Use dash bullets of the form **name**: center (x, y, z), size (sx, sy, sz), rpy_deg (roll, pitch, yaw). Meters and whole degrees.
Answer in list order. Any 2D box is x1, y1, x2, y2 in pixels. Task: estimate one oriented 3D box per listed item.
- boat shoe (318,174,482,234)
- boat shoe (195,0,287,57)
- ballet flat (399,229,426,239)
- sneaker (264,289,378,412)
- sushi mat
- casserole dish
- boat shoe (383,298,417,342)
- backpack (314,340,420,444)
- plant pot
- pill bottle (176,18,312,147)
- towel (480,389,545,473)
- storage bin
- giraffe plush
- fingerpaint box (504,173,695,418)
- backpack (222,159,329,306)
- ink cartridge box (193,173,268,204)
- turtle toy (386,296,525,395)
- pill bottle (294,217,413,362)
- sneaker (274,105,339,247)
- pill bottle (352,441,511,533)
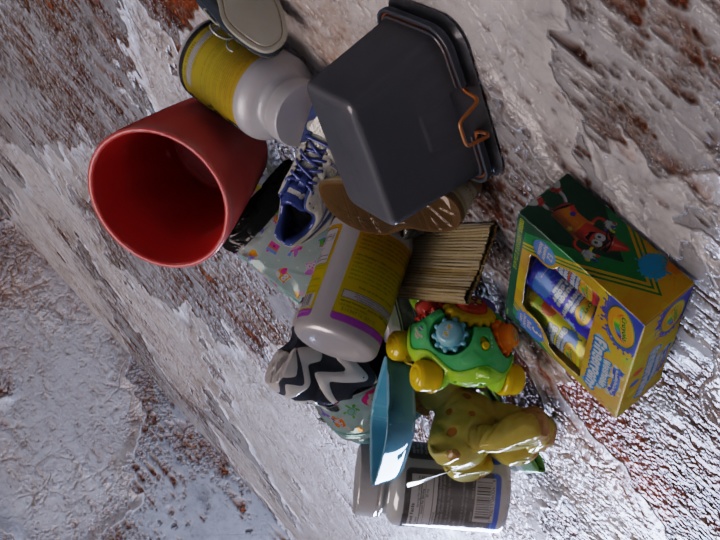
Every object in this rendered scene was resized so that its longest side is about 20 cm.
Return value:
- **boat shoe**: center (0.043, -0.084, 1.526), size (0.200, 0.065, 0.071), rpy_deg (9, 133, 37)
- **boat shoe**: center (-0.151, -0.313, 1.638), size (0.200, 0.075, 0.062), rpy_deg (45, 158, 26)
- **ballet flat**: center (0.034, -0.125, 1.563), size (0.066, 0.057, 0.200), rpy_deg (14, 137, 60)
- **sneaker**: center (-0.020, 0.089, 1.743), size (0.130, 0.199, 0.079), rpy_deg (34, 162, -24)
- **sushi mat**: center (0.092, -0.010, 1.594), size (0.012, 0.096, 0.200), rpy_deg (25, 171, -22)
- **casserole dish**: center (0.039, 0.186, 1.689), size (0.200, 0.039, 0.121), rpy_deg (103, 170, -58)
- **boat shoe**: center (0.041, -0.012, 1.739), size (0.072, 0.068, 0.200), rpy_deg (168, 88, -77)
- **backpack**: center (0.011, 0.144, 1.872), size (0.151, 0.177, 0.200), rpy_deg (65, 171, -24)
- **plant pot**: center (-0.217, -0.128, 1.765), size (0.200, 0.177, 0.201), rpy_deg (12, 123, 19)
- **pill bottle**: center (-0.128, -0.226, 1.679), size (0.200, 0.112, 0.112), rpy_deg (37, 155, 41)
- **towel**: center (0.170, 0.213, 1.902), size (0.149, 0.031, 0.200), rpy_deg (54, 159, -10)
- **storage bin**: center (0.044, -0.145, 1.386), size (0.146, 0.134, 0.200), rpy_deg (32, 153, 46)
- **giraffe plush**: center (0.129, 0.167, 1.725), size (0.173, 0.200, 0.162), rpy_deg (119, 138, -62)
- **fingerpaint box**: center (0.228, 0.030, 1.358), size (0.167, 0.073, 0.200), rpy_deg (45, 160, 23)
- **backpack**: center (-0.071, -0.027, 1.821), size (0.200, 0.167, 0.127), rpy_deg (42, -165, -8)
- **ink cartridge box**: center (-0.164, -0.098, 1.948), size (0.104, 0.200, 0.059), rpy_deg (43, 124, 28)
- **turtle toy**: center (0.111, 0.070, 1.636), size (0.200, 0.146, 0.101), rpy_deg (-129, 48, -56)
- **pill bottle**: center (0.000, 0.000, 1.633), size (0.104, 0.200, 0.104), rpy_deg (18, 162, 6)
- **sneaker**: center (-0.051, -0.109, 1.607), size (0.075, 0.088, 0.200), rpy_deg (26, 131, 18)
- **pill bottle**: center (0.093, 0.286, 1.838), size (0.114, 0.200, 0.114), rpy_deg (-175, 90, -87)
